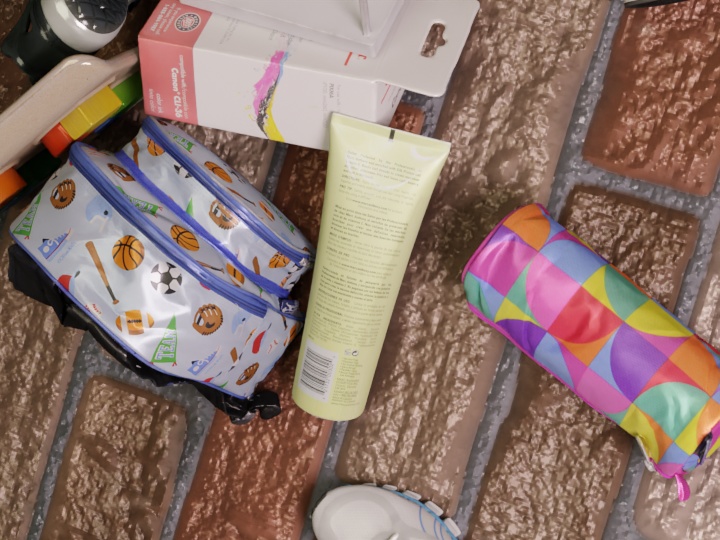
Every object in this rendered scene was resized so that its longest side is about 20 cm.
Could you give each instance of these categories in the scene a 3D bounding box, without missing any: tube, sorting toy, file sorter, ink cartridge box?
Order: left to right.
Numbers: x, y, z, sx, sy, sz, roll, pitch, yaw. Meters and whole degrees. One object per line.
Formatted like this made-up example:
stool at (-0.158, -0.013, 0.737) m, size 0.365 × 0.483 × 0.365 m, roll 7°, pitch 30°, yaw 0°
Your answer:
sorting toy at (-0.208, -0.083, 1.073) m, size 0.185 × 0.200 × 0.037 m, roll -37°, pitch 92°, yaw 14°
ink cartridge box at (-0.031, -0.141, 1.054) m, size 0.198 × 0.068 × 0.117 m, roll 12°, pitch 46°, yaw 11°
file sorter at (-0.019, -0.263, 1.007) m, size 0.138 × 0.125 × 0.201 m, roll 18°, pitch 62°, yaw 16°
tube at (0.000, 0.000, 1.042) m, size 0.052 × 0.058 × 0.201 m, roll 40°, pitch 127°, yaw 45°

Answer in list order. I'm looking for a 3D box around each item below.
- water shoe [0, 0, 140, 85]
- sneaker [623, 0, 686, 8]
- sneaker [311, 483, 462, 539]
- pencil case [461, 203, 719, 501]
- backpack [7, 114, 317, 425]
water shoe at (-0.189, -0.190, 1.085) m, size 0.079 × 0.200 × 0.072 m, roll -34°, pitch 107°, yaw 22°
sneaker at (0.251, -0.243, 1.005) m, size 0.199 × 0.084 × 0.122 m, roll -11°, pitch 92°, yaw 18°
sneaker at (0.046, 0.204, 1.033) m, size 0.199 × 0.087 × 0.075 m, roll 34°, pitch 98°, yaw 18°
pencil case at (0.153, 0.046, 1.013) m, size 0.200 × 0.088 × 0.089 m, roll 43°, pitch 99°, yaw 17°
backpack at (-0.127, -0.006, 1.045) m, size 0.199 × 0.190 × 0.155 m, roll 35°, pitch 99°, yaw 16°
